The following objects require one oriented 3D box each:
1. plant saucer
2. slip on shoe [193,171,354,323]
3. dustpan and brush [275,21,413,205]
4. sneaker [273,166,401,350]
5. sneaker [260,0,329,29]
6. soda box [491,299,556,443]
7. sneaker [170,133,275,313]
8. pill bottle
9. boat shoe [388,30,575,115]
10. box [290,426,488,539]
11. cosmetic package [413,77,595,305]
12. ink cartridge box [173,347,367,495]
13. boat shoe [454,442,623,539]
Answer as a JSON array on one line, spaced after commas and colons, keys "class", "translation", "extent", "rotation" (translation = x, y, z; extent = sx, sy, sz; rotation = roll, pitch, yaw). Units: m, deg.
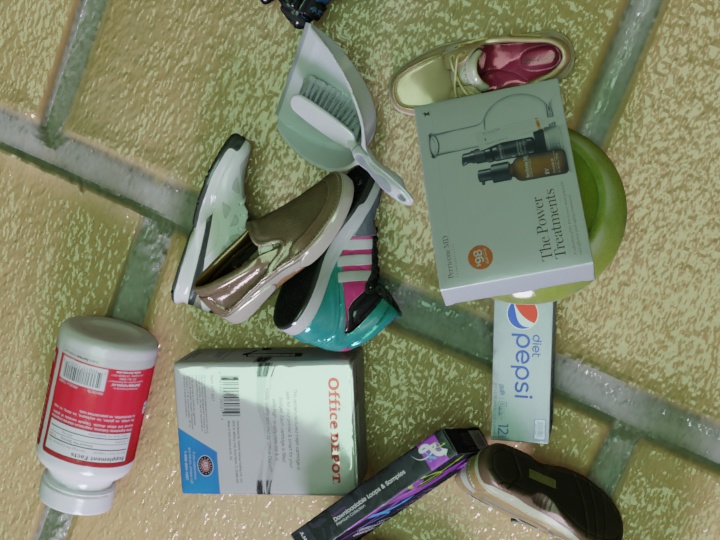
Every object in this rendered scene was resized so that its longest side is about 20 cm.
[{"class": "plant saucer", "translation": [0.169, -0.066, 1.237], "extent": [0.197, 0.031, 0.203], "rotation": [-4, 69, 10]}, {"class": "slip on shoe", "translation": [-0.090, -0.031, 1.252], "extent": [0.200, 0.076, 0.060], "rotation": [-42, 125, 18]}, {"class": "dustpan and brush", "translation": [-0.012, -0.139, 1.248], "extent": [0.199, 0.057, 0.140], "rotation": [38, 136, 12]}, {"class": "sneaker", "translation": [0.000, 0.000, 1.294], "extent": [0.120, 0.083, 0.202], "rotation": [36, 72, -32]}, {"class": "sneaker", "translation": [-0.024, -0.293, 1.261], "extent": [0.198, 0.077, 0.113], "rotation": [21, 95, 11]}, {"class": "soda box", "translation": [0.172, 0.074, 1.282], "extent": [0.062, 0.068, 0.203], "rotation": [2, 98, 12]}, {"class": "sneaker", "translation": [-0.125, -0.041, 1.328], "extent": [0.114, 0.076, 0.203], "rotation": [19, 109, -2]}, {"class": "pill bottle", "translation": [-0.297, 0.161, 1.358], "extent": [0.111, 0.112, 0.203], "rotation": [16, 101, 8]}, {"class": "boat shoe", "translation": [0.120, -0.206, 1.252], "extent": [0.197, 0.069, 0.075], "rotation": [-14, 95, 12]}, {"class": "box", "translation": [0.035, 0.233, 1.291], "extent": [0.199, 0.143, 0.036], "rotation": [-36, 74, 14]}, {"class": "cosmetic package", "translation": [0.139, -0.078, 1.204], "extent": [0.149, 0.052, 0.203], "rotation": [-11, 68, 9]}, {"class": "ink cartridge box", "translation": [-0.095, 0.163, 1.335], "extent": [0.197, 0.084, 0.148], "rotation": [-1, 97, 10]}, {"class": "boat shoe", "translation": [0.187, 0.244, 1.292], "extent": [0.199, 0.072, 0.076], "rotation": [32, 138, -19]}]
